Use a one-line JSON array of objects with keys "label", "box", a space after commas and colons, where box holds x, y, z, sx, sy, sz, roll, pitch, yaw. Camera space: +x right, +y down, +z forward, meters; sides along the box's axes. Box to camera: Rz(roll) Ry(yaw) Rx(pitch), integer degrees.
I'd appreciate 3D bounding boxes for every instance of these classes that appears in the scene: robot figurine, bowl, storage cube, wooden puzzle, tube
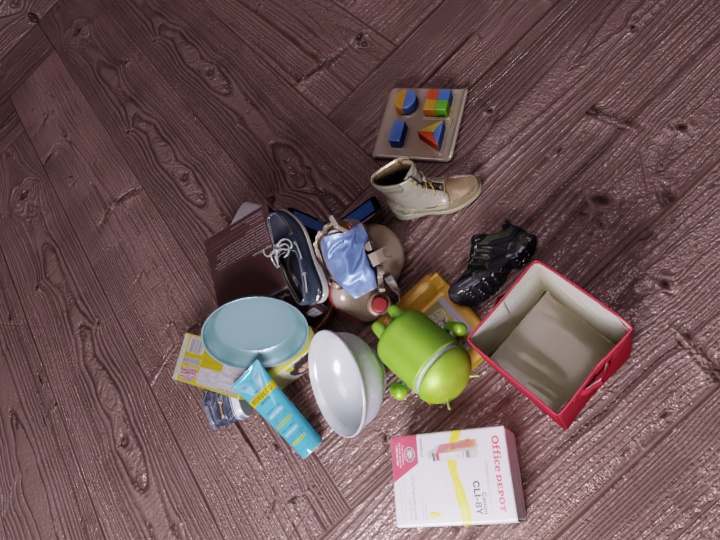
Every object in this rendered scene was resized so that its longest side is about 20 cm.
[{"label": "robot figurine", "box": [0.110, 0.149, 0.966, 0.175, 0.116, 0.200, -45, 57, -8]}, {"label": "bowl", "box": [-0.013, 0.201, 1.029, 0.201, 0.090, 0.203, 24, 119, 54]}, {"label": "storage cube", "box": [0.306, 0.122, 0.884, 0.171, 0.180, 0.200, -49, 57, -1]}, {"label": "wooden puzzle", "box": [0.129, -0.337, 1.237, 0.198, 0.046, 0.187, 7, 73, 27]}, {"label": "tube", "box": [-0.158, 0.272, 1.064, 0.077, 0.050, 0.200, -44, 85, 1]}]

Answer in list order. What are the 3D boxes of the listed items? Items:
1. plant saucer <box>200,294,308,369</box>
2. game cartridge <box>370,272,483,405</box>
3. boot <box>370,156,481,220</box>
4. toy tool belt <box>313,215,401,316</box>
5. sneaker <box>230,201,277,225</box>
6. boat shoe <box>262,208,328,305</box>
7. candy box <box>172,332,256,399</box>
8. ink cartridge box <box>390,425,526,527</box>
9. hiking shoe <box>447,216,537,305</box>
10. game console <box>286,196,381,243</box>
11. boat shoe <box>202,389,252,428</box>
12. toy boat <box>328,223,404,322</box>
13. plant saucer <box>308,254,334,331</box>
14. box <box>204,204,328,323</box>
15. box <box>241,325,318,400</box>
[{"label": "plant saucer", "box": [-0.198, 0.111, 1.037, 0.199, 0.200, 0.036, -28, 42, 12]}, {"label": "game cartridge", "box": [0.138, 0.123, 1.049, 0.176, 0.032, 0.200, -42, 59, 3]}, {"label": "boot", "box": [0.133, -0.173, 1.101, 0.198, 0.155, 0.073, -13, 64, 20]}, {"label": "toy tool belt", "box": [-0.003, -0.004, 0.983, 0.124, 0.123, 0.201, -29, 89, 0]}, {"label": "sneaker", "box": [-0.262, -0.066, 1.290, 0.115, 0.074, 0.202, 12, 74, 32]}, {"label": "boat shoe", "box": [-0.127, -0.025, 0.997, 0.075, 0.062, 0.201, -37, 70, 39]}, {"label": "candy box", "box": [-0.306, 0.196, 1.147, 0.198, 0.026, 0.103, 7, 79, 32]}, {"label": "ink cartridge box", "box": [0.160, 0.344, 0.915, 0.198, 0.083, 0.147, -12, 64, 20]}, {"label": "hiking shoe", "box": [0.234, -0.016, 1.043, 0.199, 0.076, 0.101, -37, 50, -8]}, {"label": "game console", "box": [-0.062, -0.123, 1.138, 0.171, 0.200, 0.120, 23, 102, -8]}, {"label": "boat shoe", "box": [-0.299, 0.233, 1.183, 0.090, 0.071, 0.202, -24, 62, 12]}, {"label": "toy boat", "box": [0.000, 0.000, 1.129, 0.130, 0.130, 0.201, 9, 71, 58]}, {"label": "plant saucer", "box": [-0.136, 0.058, 1.204, 0.198, 0.032, 0.202, -10, 65, 22]}, {"label": "box", "box": [-0.195, 0.010, 1.135, 0.163, 0.166, 0.201, -27, 60, 12]}, {"label": "box", "box": [-0.157, 0.198, 1.131, 0.199, 0.075, 0.050, -36, 58, 8]}]
